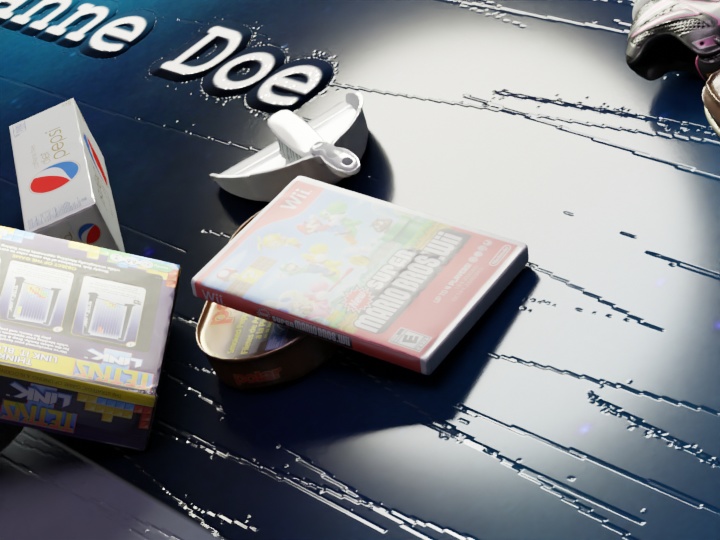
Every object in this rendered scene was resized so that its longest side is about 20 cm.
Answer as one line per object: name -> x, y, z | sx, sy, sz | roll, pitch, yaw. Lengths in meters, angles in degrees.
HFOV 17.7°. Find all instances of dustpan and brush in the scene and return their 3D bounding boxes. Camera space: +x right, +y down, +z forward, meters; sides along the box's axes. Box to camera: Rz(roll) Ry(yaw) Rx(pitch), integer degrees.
dustpan and brush -> -0.037, -0.094, 1.826 | 0.139, 0.057, 0.200 | -32, 32, -11

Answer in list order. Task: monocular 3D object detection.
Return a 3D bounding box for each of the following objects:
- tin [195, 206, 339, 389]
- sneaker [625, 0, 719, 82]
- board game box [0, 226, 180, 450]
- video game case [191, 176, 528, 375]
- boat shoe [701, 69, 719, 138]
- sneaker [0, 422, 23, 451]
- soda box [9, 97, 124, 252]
tin -> -0.055, 0.013, 1.703 | 0.112, 0.042, 0.200 | -7, 36, 20
sneaker -> 0.287, -0.176, 1.730 | 0.200, 0.080, 0.086 | -7, 47, 41
board game box -> -0.239, 0.042, 1.677 | 0.199, 0.057, 0.166 | 13, 36, -5
video game case -> 0.000, 0.000, 1.644 | 0.200, 0.017, 0.143 | 17, 44, 28
boat shoe -> 0.302, -0.116, 1.611 | 0.075, 0.075, 0.202 | -32, 32, -13
sneaker -> -0.323, 0.090, 1.737 | 0.199, 0.075, 0.085 | 0, 39, 35
soda box -> -0.245, -0.064, 1.919 | 0.064, 0.068, 0.200 | -24, 32, 2
